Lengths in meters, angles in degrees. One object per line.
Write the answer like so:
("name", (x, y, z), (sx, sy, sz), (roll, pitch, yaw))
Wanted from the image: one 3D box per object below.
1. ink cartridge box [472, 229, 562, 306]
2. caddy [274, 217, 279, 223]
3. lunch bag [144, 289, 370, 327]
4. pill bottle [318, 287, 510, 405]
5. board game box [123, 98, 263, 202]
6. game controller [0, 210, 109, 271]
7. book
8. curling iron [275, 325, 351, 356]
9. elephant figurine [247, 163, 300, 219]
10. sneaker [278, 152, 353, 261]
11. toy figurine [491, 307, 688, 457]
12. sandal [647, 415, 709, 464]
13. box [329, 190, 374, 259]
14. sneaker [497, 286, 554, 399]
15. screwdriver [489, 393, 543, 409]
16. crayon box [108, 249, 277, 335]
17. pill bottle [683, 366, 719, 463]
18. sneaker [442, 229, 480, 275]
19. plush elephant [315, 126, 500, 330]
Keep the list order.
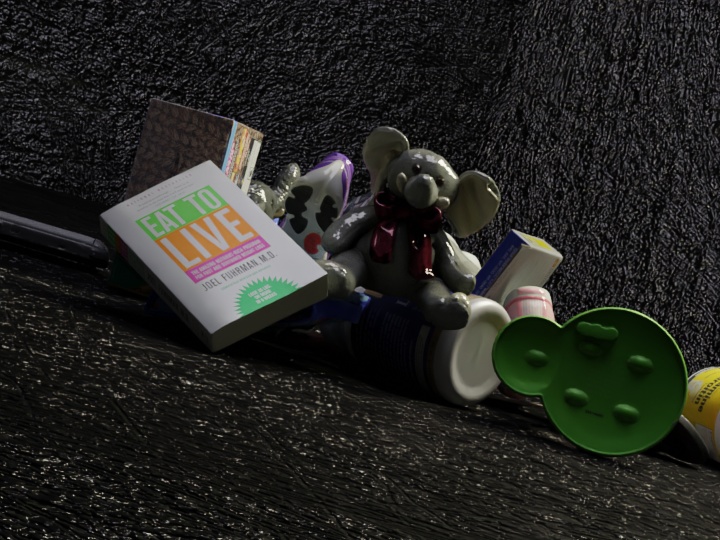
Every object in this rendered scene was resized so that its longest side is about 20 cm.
("ink cartridge box", (0.141, 0.043, 1.764), (0.047, 0.198, 0.200), (41, 10, 21))
("caddy", (-0.152, -0.032, 2.179), (0.105, 0.142, 0.200), (14, 3, -5))
("lunch bag", (-0.093, 0.026, 1.559), (0.200, 0.094, 0.151), (14, 3, 20))
("pill bottle", (0.055, 0.064, 1.629), (0.200, 0.116, 0.116), (18, 2, 43))
("board game box", (-0.192, -0.100, 1.742), (0.097, 0.160, 0.200), (16, 2, 5))
("game controller", (-0.401, -0.037, 1.838), (0.200, 0.042, 0.104), (17, -12, -10))
("book", (-0.144, -0.013, 1.463), (0.133, 0.048, 0.200), (-27, 51, -29))
("curling iron", (-0.017, 0.081, 1.728), (0.200, 0.050, 0.026), (21, 42, -39))
("elephant figurine", (-0.163, -0.061, 1.987), (0.141, 0.200, 0.155), (17, 2, -9))
("sneaker", (-0.048, -0.049, 1.644), (0.081, 0.083, 0.200), (34, -41, 2))
("toy figurine", (0.228, 0.119, 1.606), (0.200, 0.150, 0.184), (16, -10, 3))
("sandal", (0.300, 0.161, 1.714), (0.200, 0.048, 0.075), (38, -25, 14))
("box", (0.000, 0.000, 1.762), (0.200, 0.050, 0.158), (-19, -65, 51))
("sneaker", (0.190, 0.116, 1.761), (0.075, 0.105, 0.200), (-2, -37, -3))
("screwdriver", (0.203, 0.160, 1.748), (0.200, 0.029, 0.028), (8, 4, -8))
("crayon box", (-0.178, 0.017, 1.756), (0.200, 0.058, 0.119), (17, 2, 4))
("pill bottle", (0.459, 0.183, 1.809), (0.112, 0.112, 0.200), (17, 2, -12))
("sneaker", (0.112, 0.008, 1.834), (0.079, 0.074, 0.200), (47, 12, 29))
("plush elephant", (0.052, -0.052, 1.533), (0.164, 0.155, 0.200), (17, 18, 0))
